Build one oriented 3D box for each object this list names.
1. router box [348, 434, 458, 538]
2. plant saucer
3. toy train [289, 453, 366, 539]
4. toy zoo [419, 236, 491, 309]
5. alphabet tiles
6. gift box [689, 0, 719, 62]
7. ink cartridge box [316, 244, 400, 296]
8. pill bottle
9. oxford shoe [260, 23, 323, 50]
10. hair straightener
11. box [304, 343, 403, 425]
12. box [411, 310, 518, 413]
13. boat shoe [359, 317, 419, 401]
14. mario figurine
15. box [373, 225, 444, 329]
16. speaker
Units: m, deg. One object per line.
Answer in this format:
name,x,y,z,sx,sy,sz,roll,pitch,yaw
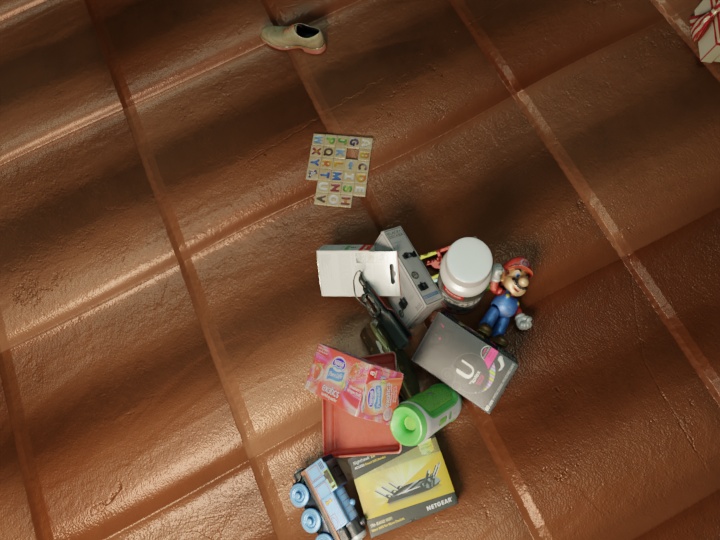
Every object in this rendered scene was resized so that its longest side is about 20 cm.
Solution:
router box,0.088,0.442,1.159,0.195,0.052,0.161,-20,71,-2
plant saucer,0.004,0.293,1.192,0.195,0.036,0.207,-14,69,29
toy train,-0.063,0.486,1.128,0.113,0.086,0.203,-36,71,11
toy zoo,0.208,0.012,1.313,0.194,0.021,0.135,-18,71,-2
alphabet tiles,-0.059,-0.261,1.435,0.161,0.008,0.206,6,71,6
gift box,0.962,-0.651,1.399,0.180,0.185,0.206,5,67,-3
ink cartridge box,0.000,0.000,1.270,0.194,0.050,0.113,0,108,18
pill bottle,0.224,0.013,1.193,0.110,0.201,0.118,-1,71,4
oxford shoe,-0.192,-0.668,1.548,0.193,0.075,0.073,9,72,8
hair straightener,0.045,0.089,1.215,0.040,0.077,0.203,-29,98,25
box,-0.016,0.224,1.112,0.198,0.093,0.106,11,79,55
box,0.226,0.192,1.189,0.197,0.106,0.125,32,96,15
boat shoe,0.066,0.206,1.241,0.067,0.071,0.204,-36,75,26
mario figurine,0.336,0.063,1.234,0.104,0.123,0.205,17,77,35
box,0.097,0.015,1.264,0.059,0.117,0.203,-18,67,-32
speaker,0.138,0.290,1.128,0.086,0.198,0.092,2,95,33
